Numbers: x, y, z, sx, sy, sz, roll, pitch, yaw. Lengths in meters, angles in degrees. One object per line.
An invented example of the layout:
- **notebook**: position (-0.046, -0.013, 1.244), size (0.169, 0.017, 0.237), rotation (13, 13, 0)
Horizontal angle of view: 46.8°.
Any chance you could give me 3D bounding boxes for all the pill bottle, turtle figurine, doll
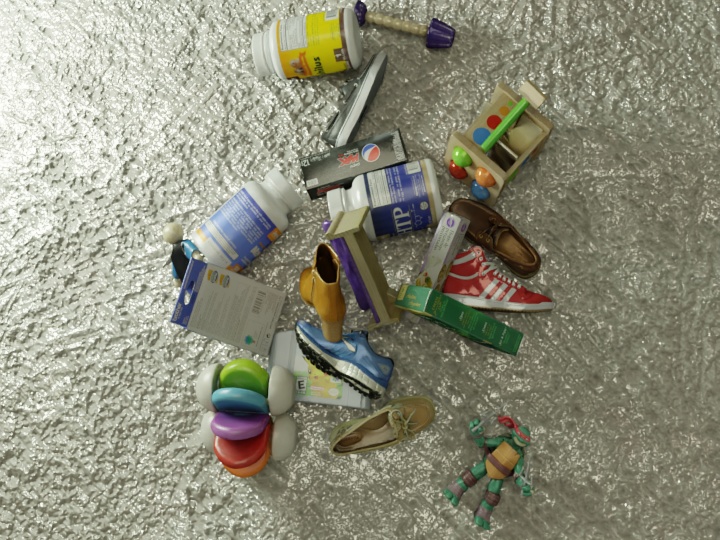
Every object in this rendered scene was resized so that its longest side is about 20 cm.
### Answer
- **pill bottle**: position (0.044, -0.120, 1.494), size (0.195, 0.120, 0.123), rotation (-13, 79, 4)
- **turtle figurine**: position (0.236, 0.329, 1.411), size (0.149, 0.100, 0.202), rotation (39, 102, 25)
- **pill bottle**: position (-0.100, -0.420, 1.560), size (0.195, 0.109, 0.112), rotation (-7, 80, 11)
- **pill bottle**: position (-0.202, -0.089, 1.518), size (0.199, 0.112, 0.112), rotation (-42, 79, -2)
- **doll**: position (-0.306, 0.007, 1.517), size (0.048, 0.136, 0.203), rotation (-29, 91, -37)

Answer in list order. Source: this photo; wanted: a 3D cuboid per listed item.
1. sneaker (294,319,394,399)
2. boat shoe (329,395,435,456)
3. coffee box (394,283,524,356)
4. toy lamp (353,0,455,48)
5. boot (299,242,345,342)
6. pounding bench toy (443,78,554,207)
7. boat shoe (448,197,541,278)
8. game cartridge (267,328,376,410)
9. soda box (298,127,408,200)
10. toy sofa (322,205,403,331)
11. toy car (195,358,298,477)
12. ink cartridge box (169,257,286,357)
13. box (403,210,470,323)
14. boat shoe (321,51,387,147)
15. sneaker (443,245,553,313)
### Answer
- **sneaker**: position (-0.028, 0.140, 1.456), size (0.197, 0.079, 0.090), rotation (30, 66, 12)
- **boat shoe**: position (0.040, 0.278, 1.450), size (0.196, 0.063, 0.075), rotation (-24, 94, 4)
- **coffee box**: position (0.165, 0.082, 1.407), size (0.197, 0.122, 0.045), rotation (26, 85, -23)
- **toy lamp**: position (0.082, -0.463, 1.580), size (0.195, 0.058, 0.060), rotation (15, 82, 9)
- **boot**: position (-0.064, 0.009, 1.434), size (0.069, 0.147, 0.203), rotation (-10, 38, -13)
- **pounding bench toy**: position (0.236, -0.226, 1.440), size (0.124, 0.200, 0.156), rotation (42, 76, 11)
- **boat shoe**: position (0.243, -0.066, 1.491), size (0.199, 0.068, 0.072), rotation (39, 86, 11)
- **game cartridge**: position (-0.071, 0.173, 1.501), size (0.195, 0.041, 0.137), rotation (5, 77, 6)
- **soda box**: position (-0.011, -0.195, 1.536), size (0.195, 0.071, 0.065), rotation (-16, 77, 3)
- **toy sofa**: position (0.000, 0.000, 1.443), size (0.096, 0.083, 0.203), rotation (-14, 115, 22)
- **toy car**: position (-0.201, 0.258, 1.421), size (0.170, 0.150, 0.205), rotation (3, 112, 8)
- **ink cartridge box**: position (-0.234, 0.065, 1.463), size (0.197, 0.042, 0.122), rotation (23, 80, -33)
- **box**: position (0.133, -0.003, 1.473), size (0.038, 0.041, 0.204), rotation (28, 102, 30)
- **boat shoe**: position (-0.014, -0.325, 1.565), size (0.065, 0.070, 0.204), rotation (25, 91, 8)
- **sneaker**: position (0.246, 0.015, 1.476), size (0.195, 0.071, 0.116), rotation (5, 84, 9)
